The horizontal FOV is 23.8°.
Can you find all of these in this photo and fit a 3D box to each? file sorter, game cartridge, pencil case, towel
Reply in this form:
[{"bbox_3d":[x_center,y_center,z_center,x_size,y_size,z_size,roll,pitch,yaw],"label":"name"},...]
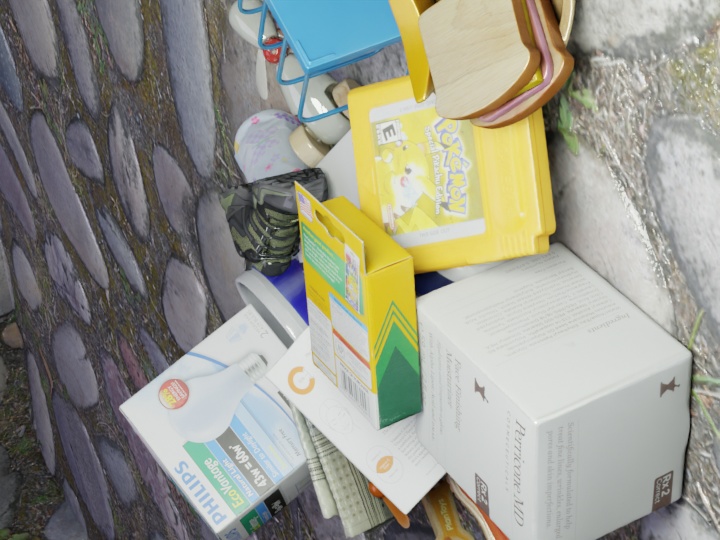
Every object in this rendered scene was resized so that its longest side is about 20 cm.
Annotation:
[{"bbox_3d":[-0.042,-0.269,1.694,0.201,0.138,0.123,62,160,20],"label":"file sorter"},{"bbox_3d":[0.077,-0.091,1.498,0.199,0.032,0.178,-10,86,43],"label":"game cartridge"},{"bbox_3d":[-0.092,-0.100,1.959,0.083,0.090,0.201,44,-161,-37],"label":"pencil case"},{"bbox_3d":[0.009,0.181,1.898,0.034,0.192,0.202,-23,86,44],"label":"towel"}]

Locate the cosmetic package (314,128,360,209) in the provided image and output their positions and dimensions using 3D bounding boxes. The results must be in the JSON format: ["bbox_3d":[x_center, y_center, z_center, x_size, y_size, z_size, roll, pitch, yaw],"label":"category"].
[{"bbox_3d":[0.039,-0.108,1.679,0.085,0.107,0.200,69,160,9],"label":"cosmetic package"}]

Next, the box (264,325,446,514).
[{"bbox_3d":[0.024,0.123,1.719,0.200,0.124,0.097,44,-163,4],"label":"box"}]

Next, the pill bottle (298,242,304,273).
[{"bbox_3d":[0.000,0.000,1.828,0.120,0.119,0.202,-9,100,68],"label":"pill bottle"}]

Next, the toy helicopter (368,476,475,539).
[{"bbox_3d":[0.070,0.236,1.828,0.079,0.131,0.201,96,161,-48],"label":"toy helicopter"}]

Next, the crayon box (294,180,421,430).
[{"bbox_3d":[-0.001,0.024,1.519,0.126,0.051,0.201,43,146,48],"label":"crayon box"}]

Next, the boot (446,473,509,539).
[{"bbox_3d":[0.157,0.231,1.757,0.201,0.075,0.107,62,151,6],"label":"boot"}]

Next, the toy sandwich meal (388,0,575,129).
[{"bbox_3d":[0.092,-0.216,1.411,0.204,0.070,0.207,5,98,41],"label":"toy sandwich meal"}]

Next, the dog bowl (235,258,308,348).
[{"bbox_3d":[-0.058,0.067,2.021,0.200,0.079,0.200,51,170,13],"label":"dog bowl"}]

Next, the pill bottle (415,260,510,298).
[{"bbox_3d":[0.091,-0.010,1.607,0.120,0.119,0.201,57,142,29],"label":"pill bottle"}]

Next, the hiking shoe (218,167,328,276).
[{"bbox_3d":[-0.080,-0.047,1.759,0.200,0.075,0.102,-7,97,66],"label":"hiking shoe"}]

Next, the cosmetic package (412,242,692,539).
[{"bbox_3d":[0.164,0.112,1.492,0.200,0.164,0.166,44,147,47],"label":"cosmetic package"}]

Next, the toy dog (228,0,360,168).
[{"bbox_3d":[-0.057,-0.209,1.847,0.096,0.131,0.202,-7,-100,-73],"label":"toy dog"}]

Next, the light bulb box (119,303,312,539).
[{"bbox_3d":[-0.143,0.186,2.014,0.198,0.200,0.125,48,170,17],"label":"light bulb box"}]
